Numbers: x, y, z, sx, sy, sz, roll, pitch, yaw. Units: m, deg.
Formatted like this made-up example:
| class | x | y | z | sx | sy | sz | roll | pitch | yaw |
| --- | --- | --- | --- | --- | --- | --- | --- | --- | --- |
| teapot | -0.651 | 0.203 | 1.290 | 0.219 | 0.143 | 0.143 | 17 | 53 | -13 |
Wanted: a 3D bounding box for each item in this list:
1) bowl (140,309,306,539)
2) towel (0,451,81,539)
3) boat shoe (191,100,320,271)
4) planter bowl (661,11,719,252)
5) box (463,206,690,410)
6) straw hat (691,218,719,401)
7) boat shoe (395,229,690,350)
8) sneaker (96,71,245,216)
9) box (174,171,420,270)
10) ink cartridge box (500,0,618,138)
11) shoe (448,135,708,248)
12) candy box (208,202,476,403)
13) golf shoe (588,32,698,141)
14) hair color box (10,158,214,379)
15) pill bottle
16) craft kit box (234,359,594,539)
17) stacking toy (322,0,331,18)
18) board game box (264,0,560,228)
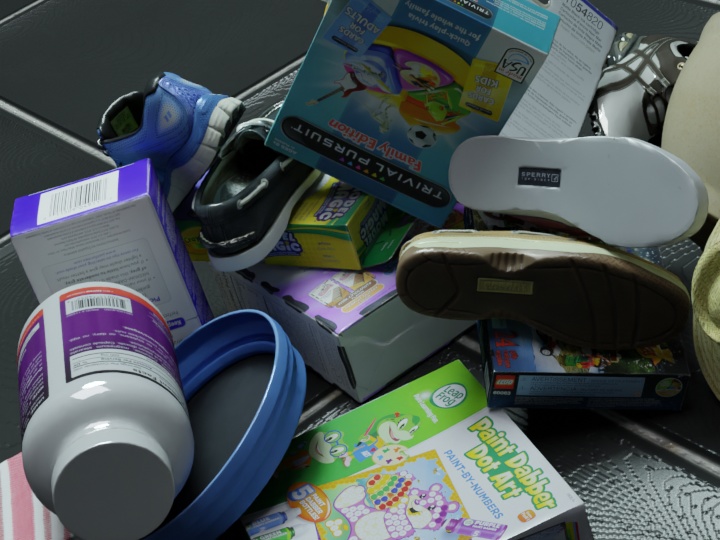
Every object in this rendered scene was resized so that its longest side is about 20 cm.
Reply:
| class | x | y | z | sx | sy | sz | roll | pitch | yaw |
| --- | --- | --- | --- | --- | --- | --- | --- | --- | --- |
| bowl | -0.116 | 0.120 | 1.248 | 0.200 | 0.039 | 0.201 | -37 | 28 | 24 |
| towel | -0.254 | 0.188 | 1.263 | 0.199 | 0.030 | 0.147 | -30 | 30 | 4 |
| boat shoe | -0.075 | -0.082 | 1.369 | 0.075 | 0.061 | 0.200 | -9 | 35 | 19 |
| planter bowl | 0.297 | -0.072 | 1.288 | 0.135 | 0.200 | 0.200 | -53 | 38 | -3 |
| box | 0.150 | 0.014 | 1.276 | 0.136 | 0.038 | 0.201 | 0 | 43 | -4 |
| straw hat | 0.261 | 0.010 | 1.137 | 0.085 | 0.202 | 0.201 | 8 | 13 | -38 |
| boat shoe | 0.126 | 0.000 | 1.215 | 0.199 | 0.072 | 0.076 | 12 | 27 | 3 |
| sneaker | -0.159 | -0.096 | 1.367 | 0.079 | 0.089 | 0.200 | -61 | 8 | -34 |
| box | -0.041 | -0.053 | 1.406 | 0.199 | 0.049 | 0.117 | 4 | 39 | 30 |
| ink cartridge box | 0.099 | -0.167 | 1.420 | 0.041 | 0.199 | 0.201 | -19 | 41 | 56 |
| shoe | 0.164 | -0.057 | 1.227 | 0.199 | 0.072 | 0.091 | 11 | 5 | 38 |
| candy box | 0.000 | 0.000 | 1.416 | 0.167 | 0.072 | 0.200 | -33 | 35 | -22 |
| golf shoe | 0.247 | -0.149 | 1.515 | 0.094 | 0.078 | 0.200 | -3 | 36 | 22 |
| hair color box | -0.176 | 0.026 | 1.342 | 0.109 | 0.201 | 0.065 | -16 | 30 | 4 |
| pill bottle | -0.172 | 0.097 | 1.194 | 0.112 | 0.113 | 0.200 | -19 | 29 | -2 |
| craft kit box | 0.024 | 0.160 | 1.185 | 0.197 | 0.049 | 0.200 | -23 | 32 | -12 |
| stacking toy | 0.017 | -0.197 | 1.457 | 0.146 | 0.200 | 0.147 | -26 | 37 | 21 |
| board game box | 0.033 | -0.135 | 1.284 | 0.150 | 0.200 | 0.047 | 25 | 48 | -4 |
